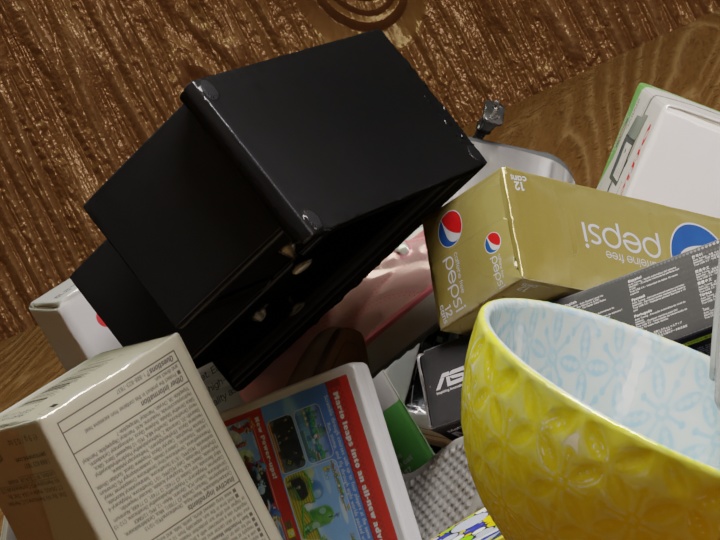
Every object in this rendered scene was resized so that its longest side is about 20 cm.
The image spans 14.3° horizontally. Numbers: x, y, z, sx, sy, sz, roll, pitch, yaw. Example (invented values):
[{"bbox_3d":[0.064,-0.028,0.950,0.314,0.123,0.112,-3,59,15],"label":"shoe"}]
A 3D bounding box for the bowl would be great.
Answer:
[{"bbox_3d":[0.121,0.102,1.195,0.200,0.200,0.108,-64,-4,-77],"label":"bowl"}]

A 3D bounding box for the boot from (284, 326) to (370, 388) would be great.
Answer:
[{"bbox_3d":[-0.075,0.124,1.526,0.146,0.201,0.070,4,-11,40],"label":"boot"}]

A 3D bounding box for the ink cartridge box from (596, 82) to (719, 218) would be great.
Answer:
[{"bbox_3d":[0.186,-0.028,1.733,0.200,0.084,0.146,-79,10,-83],"label":"ink cartridge box"}]

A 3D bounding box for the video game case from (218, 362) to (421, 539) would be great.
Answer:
[{"bbox_3d":[-0.061,0.145,1.459,0.200,0.143,0.017,-22,-10,28],"label":"video game case"}]

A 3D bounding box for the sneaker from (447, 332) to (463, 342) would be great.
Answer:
[{"bbox_3d":[0.088,0.039,1.558,0.077,0.087,0.200,-19,-23,15],"label":"sneaker"}]

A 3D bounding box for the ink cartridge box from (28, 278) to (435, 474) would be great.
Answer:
[{"bbox_3d":[-0.073,0.064,1.636,0.146,0.200,0.084,-33,10,-16],"label":"ink cartridge box"}]

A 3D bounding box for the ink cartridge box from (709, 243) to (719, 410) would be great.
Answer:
[{"bbox_3d":[0.254,-0.018,1.215,0.199,0.147,0.146,5,12,7],"label":"ink cartridge box"}]

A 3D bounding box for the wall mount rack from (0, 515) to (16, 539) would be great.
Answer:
[{"bbox_3d":[-0.174,0.169,1.680,0.074,0.201,0.174,10,10,-4],"label":"wall mount rack"}]

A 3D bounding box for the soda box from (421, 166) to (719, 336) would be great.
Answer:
[{"bbox_3d":[0.130,0.005,1.466,0.200,0.064,0.068,11,-31,-37],"label":"soda box"}]

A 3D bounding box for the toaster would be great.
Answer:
[{"bbox_3d":[0.069,0.013,1.732,0.113,0.200,0.129,12,37,-4],"label":"toaster"}]

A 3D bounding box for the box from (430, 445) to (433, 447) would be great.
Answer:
[{"bbox_3d":[-0.026,0.113,1.886,0.161,0.049,0.200,-26,6,-32],"label":"box"}]

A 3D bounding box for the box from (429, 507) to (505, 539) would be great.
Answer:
[{"bbox_3d":[0.112,0.122,1.335,0.200,0.064,0.070,-29,8,-21],"label":"box"}]

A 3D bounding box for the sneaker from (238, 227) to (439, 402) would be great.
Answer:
[{"bbox_3d":[0.000,0.000,1.543,0.200,0.105,0.075,-37,-6,21],"label":"sneaker"}]

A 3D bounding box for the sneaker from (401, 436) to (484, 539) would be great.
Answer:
[{"bbox_3d":[0.055,0.138,1.476,0.082,0.074,0.200,13,-18,-19],"label":"sneaker"}]

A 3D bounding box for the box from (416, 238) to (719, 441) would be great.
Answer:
[{"bbox_3d":[0.155,0.049,1.441,0.200,0.044,0.160,-22,-28,28],"label":"box"}]

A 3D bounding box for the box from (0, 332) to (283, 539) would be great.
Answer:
[{"bbox_3d":[-0.093,0.141,1.358,0.095,0.200,0.078,-31,9,-35],"label":"box"}]

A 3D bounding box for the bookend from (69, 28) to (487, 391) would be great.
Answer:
[{"bbox_3d":[-0.068,-0.012,1.413,0.199,0.092,0.200,-43,-9,26],"label":"bookend"}]
